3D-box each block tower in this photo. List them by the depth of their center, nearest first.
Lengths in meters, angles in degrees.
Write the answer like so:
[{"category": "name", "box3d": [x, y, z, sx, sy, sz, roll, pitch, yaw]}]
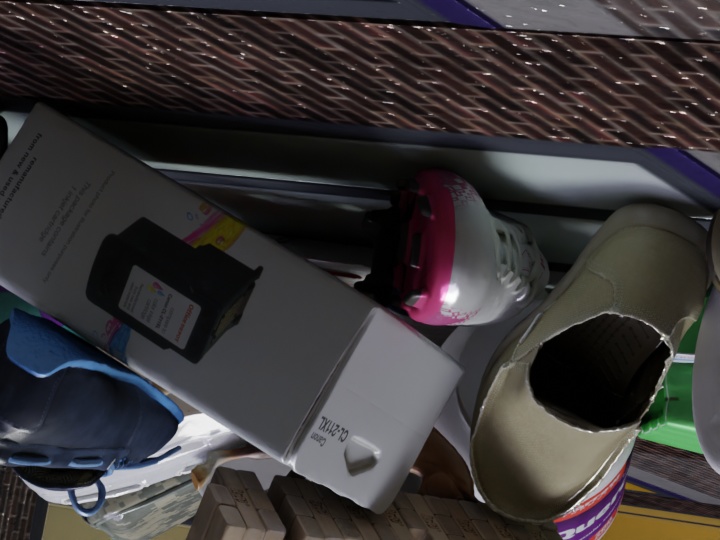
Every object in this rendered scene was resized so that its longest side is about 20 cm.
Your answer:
[{"category": "block tower", "box3d": [0.012, 0.139, 1.325, 0.199, 0.058, 0.054, 11, -156, -27]}]

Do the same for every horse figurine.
[{"category": "horse figurine", "box3d": [-0.036, 0.058, 1.396, 0.132, 0.200, 0.050, -15, 138, -23]}]

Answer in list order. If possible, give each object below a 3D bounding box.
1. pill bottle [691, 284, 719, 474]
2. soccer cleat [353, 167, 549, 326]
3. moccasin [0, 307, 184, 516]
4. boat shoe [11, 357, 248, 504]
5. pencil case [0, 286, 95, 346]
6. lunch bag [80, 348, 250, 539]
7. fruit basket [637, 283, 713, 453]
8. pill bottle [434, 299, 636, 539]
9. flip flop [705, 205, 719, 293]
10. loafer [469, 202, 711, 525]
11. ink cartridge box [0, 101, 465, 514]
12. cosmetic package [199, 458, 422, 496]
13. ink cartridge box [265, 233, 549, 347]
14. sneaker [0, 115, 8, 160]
[{"category": "pill bottle", "box3d": [0.258, 0.052, 1.225, 0.199, 0.120, 0.120, 13, 172, -16]}, {"category": "soccer cleat", "box3d": [0.052, -0.008, 1.283, 0.086, 0.070, 0.200, 7, 179, -7]}, {"category": "moccasin", "box3d": [-0.138, 0.062, 1.242, 0.080, 0.068, 0.200, 31, 177, 18]}, {"category": "boat shoe", "box3d": [-0.086, 0.074, 1.471, 0.199, 0.072, 0.069, -26, 154, -6]}, {"category": "pencil case", "box3d": [-0.197, 0.026, 1.439, 0.200, 0.093, 0.085, -23, -124, -37]}, {"category": "lunch bag", "box3d": [-0.122, 0.055, 1.618, 0.139, 0.168, 0.200, -28, 173, 0]}, {"category": "fruit basket", "box3d": [0.243, 0.047, 1.433, 0.199, 0.094, 0.185, -5, 173, -2]}, {"category": "pill bottle", "box3d": [0.089, 0.085, 1.464, 0.112, 0.113, 0.200, 10, 162, 5]}, {"category": "flip flop", "box3d": [0.238, 0.006, 1.133, 0.199, 0.081, 0.058, 18, 156, -15]}, {"category": "loafer", "box3d": [0.097, 0.053, 1.285, 0.075, 0.068, 0.200, 27, 132, 2]}, {"category": "ink cartridge box", "box3d": [-0.067, 0.019, 1.289, 0.200, 0.083, 0.146, 30, 177, 23]}, {"category": "cosmetic package", "box3d": [-0.007, 0.138, 1.530, 0.081, 0.113, 0.200, -30, 174, 14]}, {"category": "ink cartridge box", "box3d": [0.000, 0.000, 1.503, 0.160, 0.050, 0.200, 8, 166, 21]}, {"category": "sneaker", "box3d": [-0.243, -0.048, 1.360, 0.107, 0.068, 0.201, 11, 175, -21]}]
